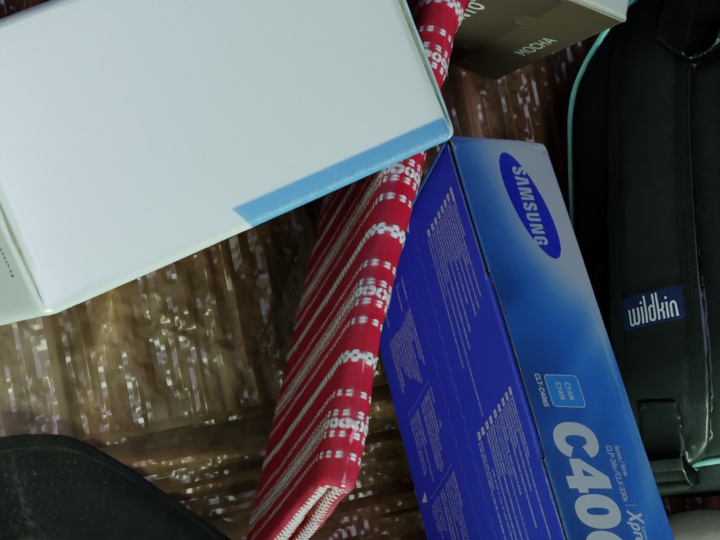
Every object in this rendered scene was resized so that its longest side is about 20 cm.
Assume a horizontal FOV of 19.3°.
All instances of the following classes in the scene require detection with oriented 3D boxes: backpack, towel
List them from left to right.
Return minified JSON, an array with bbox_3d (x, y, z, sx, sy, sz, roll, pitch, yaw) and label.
[{"bbox_3d":[0.000,0.000,0.737,0.022,0.145,0.201,16,67,-7],"label":"towel"},{"bbox_3d":[0.169,-0.019,0.811,0.153,0.175,0.201,4,77,-44],"label":"backpack"}]

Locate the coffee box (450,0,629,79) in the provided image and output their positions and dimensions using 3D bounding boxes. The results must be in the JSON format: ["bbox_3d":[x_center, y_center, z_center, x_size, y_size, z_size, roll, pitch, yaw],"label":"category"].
[{"bbox_3d":[0.064,-0.188,0.820,0.079,0.113,0.201,18,76,-20],"label":"coffee box"}]

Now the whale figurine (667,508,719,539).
[{"bbox_3d":[0.175,0.158,0.800,0.199,0.104,0.160,4,91,16],"label":"whale figurine"}]

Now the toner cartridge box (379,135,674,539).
[{"bbox_3d":[0.055,0.059,0.748,0.043,0.095,0.201,3,52,-23],"label":"toner cartridge box"}]

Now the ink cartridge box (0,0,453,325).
[{"bbox_3d":[-0.084,-0.042,0.691,0.145,0.200,0.084,-26,96,-24],"label":"ink cartridge box"}]

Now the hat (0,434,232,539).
[{"bbox_3d":[-0.094,0.151,0.722,0.200,0.201,0.081,25,119,-15],"label":"hat"}]
